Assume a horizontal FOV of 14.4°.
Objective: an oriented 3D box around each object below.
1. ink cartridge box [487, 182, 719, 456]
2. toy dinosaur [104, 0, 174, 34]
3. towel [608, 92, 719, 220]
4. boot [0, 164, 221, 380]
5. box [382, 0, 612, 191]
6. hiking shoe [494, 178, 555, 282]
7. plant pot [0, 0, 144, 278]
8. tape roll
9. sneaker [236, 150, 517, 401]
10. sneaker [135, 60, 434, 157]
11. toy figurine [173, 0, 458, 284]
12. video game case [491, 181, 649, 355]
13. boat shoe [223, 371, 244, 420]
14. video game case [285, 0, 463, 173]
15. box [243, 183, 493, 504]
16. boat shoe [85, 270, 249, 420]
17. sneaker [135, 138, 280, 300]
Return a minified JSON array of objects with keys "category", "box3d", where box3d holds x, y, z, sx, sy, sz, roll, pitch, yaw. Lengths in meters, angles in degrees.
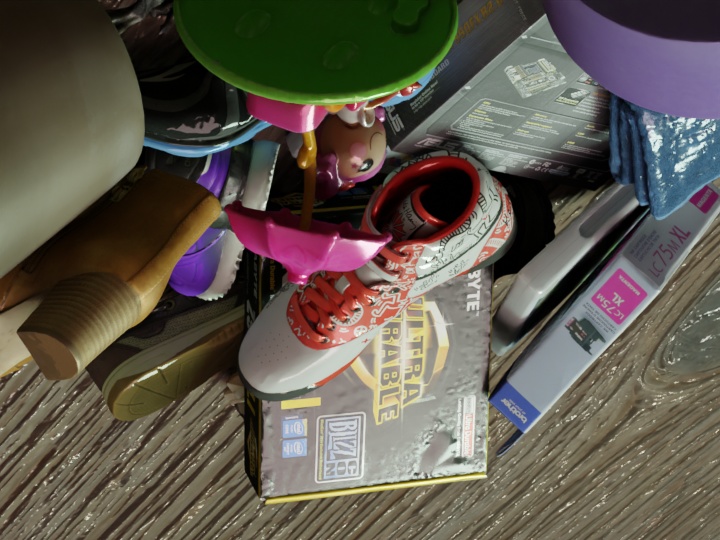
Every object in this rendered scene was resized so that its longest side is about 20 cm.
[{"category":"ink cartridge box","box3d":[0.152,0.029,1.847,0.119,0.042,0.200,-47,175,-48]},{"category":"toy dinosaur","box3d":[-0.098,-0.164,1.544,0.199,0.048,0.088,9,134,-50]},{"category":"towel","box3d":[0.245,-0.114,1.724,0.199,0.049,0.112,-27,146,-11]},{"category":"boot","box3d":[-0.179,-0.001,1.580,0.200,0.144,0.071,3,130,40]},{"category":"box","box3d":[0.125,-0.122,1.724,0.199,0.049,0.158,7,140,-46]},{"category":"hiking shoe","box3d":[0.042,0.004,1.929,0.100,0.076,0.200,11,130,-35]},{"category":"plant pot","box3d":[-0.216,-0.077,1.493,0.173,0.200,0.200,-26,158,-29]},{"category":"tape roll","box3d":[0.190,-0.188,1.525,0.199,0.201,0.085,-20,153,-1]},{"category":"sneaker","box3d":[0.000,-0.001,1.721,0.201,0.067,0.108,-33,160,1]},{"category":"sneaker","box3d":[-0.055,-0.123,1.636,0.198,0.071,0.083,-15,130,-5]},{"category":"toy figurine","box3d":[-0.017,-0.088,1.557,0.149,0.200,0.185,20,136,16]},{"category":"video game case","box3d":[0.161,-0.028,1.858,0.182,0.023,0.200,-42,174,-12]},{"category":"boat shoe","box3d":[-0.052,0.095,1.969,0.072,0.065,0.200,-25,173,-3]},{"category":"video game case","box3d":[0.066,-0.124,1.756,0.143,0.018,0.200,7,142,-43]},{"category":"box","box3d":[0.005,0.044,1.838,0.158,0.049,0.201,-4,113,-15]},{"category":"boat shoe","box3d":[-0.095,0.027,1.870,0.199,0.065,0.073,-26,156,-33]},{"category":"sneaker","box3d":[-0.114,-0.043,1.734,0.099,0.070,0.200,13,159,-9]}]
